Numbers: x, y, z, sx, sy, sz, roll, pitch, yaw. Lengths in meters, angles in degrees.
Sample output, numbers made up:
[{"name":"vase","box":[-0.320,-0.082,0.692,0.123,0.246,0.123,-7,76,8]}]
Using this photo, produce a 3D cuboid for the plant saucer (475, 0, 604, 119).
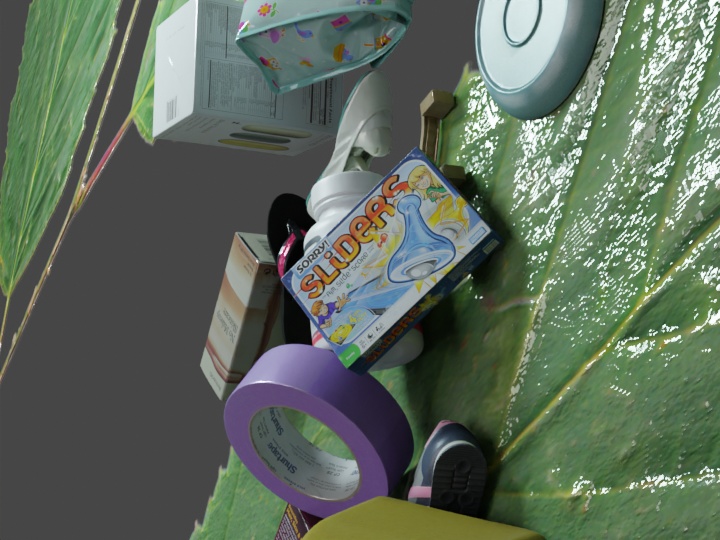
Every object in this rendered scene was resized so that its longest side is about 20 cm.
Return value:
[{"name":"plant saucer","box":[0.164,-0.247,1.300,0.200,0.027,0.201,-23,64,60]}]

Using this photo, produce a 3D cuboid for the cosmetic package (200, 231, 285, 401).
[{"name":"cosmetic package","box":[-0.135,0.062,1.753,0.103,0.087,0.200,45,125,55]}]

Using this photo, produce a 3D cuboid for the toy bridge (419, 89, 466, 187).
[{"name":"toy bridge","box":[0.085,-0.088,1.420,0.067,0.027,0.200,135,134,-54]}]

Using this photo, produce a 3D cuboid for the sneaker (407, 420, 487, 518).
[{"name":"sneaker","box":[0.076,0.243,1.349,0.082,0.070,0.200,-106,33,-66]}]

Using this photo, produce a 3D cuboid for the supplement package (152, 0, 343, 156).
[{"name":"supplement package","box":[-0.142,-0.241,1.701,0.152,0.200,0.151,-14,73,62]}]

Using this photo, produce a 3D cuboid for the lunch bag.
[{"name":"lunch bag","box":[-0.027,-0.313,1.544,0.200,0.122,0.171,-15,49,22]}]

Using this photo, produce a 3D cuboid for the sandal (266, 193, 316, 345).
[{"name":"sandal","box":[-0.070,0.000,1.655,0.045,0.075,0.200,141,123,-75]}]

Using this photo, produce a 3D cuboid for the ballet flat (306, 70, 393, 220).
[{"name":"ballet flat","box":[0.001,-0.133,1.562,0.200,0.069,0.069,-65,33,25]}]

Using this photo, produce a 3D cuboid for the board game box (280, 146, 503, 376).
[{"name":"board game box","box":[0.029,-0.010,1.365,0.200,0.034,0.135,-45,57,8]}]

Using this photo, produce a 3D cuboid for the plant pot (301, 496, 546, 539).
[{"name":"plant pot","box":[0.027,0.323,1.194,0.194,0.200,0.196,7,92,34]}]

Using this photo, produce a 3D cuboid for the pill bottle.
[{"name":"pill bottle","box":[0.000,0.000,1.469,0.120,0.119,0.200,-40,51,54]}]

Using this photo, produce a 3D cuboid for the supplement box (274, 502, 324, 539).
[{"name":"supplement box","box":[-0.054,0.364,1.538,0.110,0.086,0.200,59,136,50]}]

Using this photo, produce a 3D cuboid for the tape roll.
[{"name":"tape roll","box":[-0.045,0.175,1.443,0.066,0.200,0.200,-52,3,-40]}]
